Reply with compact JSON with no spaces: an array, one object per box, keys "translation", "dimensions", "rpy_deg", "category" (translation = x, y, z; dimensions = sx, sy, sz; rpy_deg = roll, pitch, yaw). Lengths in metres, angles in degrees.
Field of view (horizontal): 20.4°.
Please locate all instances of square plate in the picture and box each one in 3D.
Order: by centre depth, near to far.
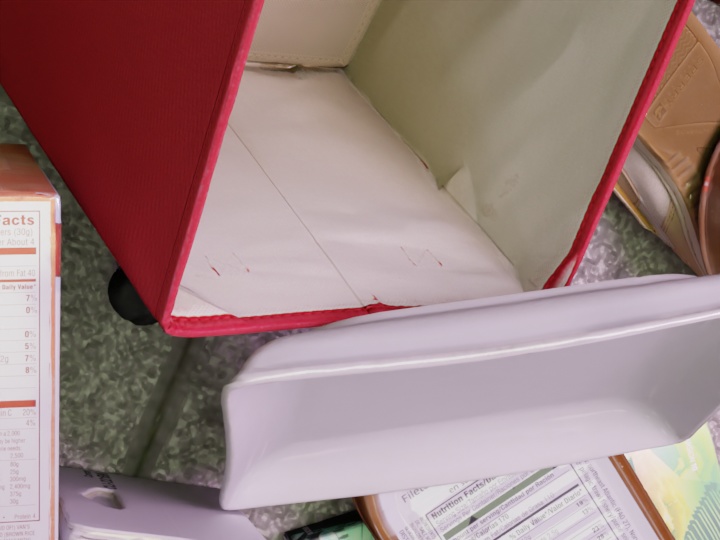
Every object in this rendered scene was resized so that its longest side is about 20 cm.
[{"translation":[0.045,0.045,0.740],"dimensions":[0.199,0.198,0.029],"rpy_deg":[-8,73,-7],"category":"square plate"}]

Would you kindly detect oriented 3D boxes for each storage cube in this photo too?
[{"translation":[-0.010,-0.103,0.709],"dimensions":[0.171,0.180,0.200],"rpy_deg":[-2,125,-33],"category":"storage cube"}]

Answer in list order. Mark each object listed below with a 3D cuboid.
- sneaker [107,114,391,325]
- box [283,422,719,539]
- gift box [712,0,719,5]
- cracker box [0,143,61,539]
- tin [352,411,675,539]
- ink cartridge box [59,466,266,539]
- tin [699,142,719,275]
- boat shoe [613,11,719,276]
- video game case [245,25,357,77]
[{"translation":[0.000,0.000,0.860],"dimensions":[0.200,0.075,0.116],"rpy_deg":[-30,102,-10],"category":"sneaker"},{"translation":[0.080,0.158,0.906],"dimensions":[0.199,0.036,0.145],"rpy_deg":[-18,97,-11],"category":"box"},{"translation":[0.220,-0.194,0.837],"dimensions":[0.200,0.187,0.185],"rpy_deg":[26,88,-12],"category":"gift box"},{"translation":[-0.143,0.059,0.732],"dimensions":[0.058,0.134,0.201],"rpy_deg":[0,100,-14],"category":"cracker box"},{"translation":[0.074,0.118,0.859],"dimensions":[0.112,0.042,0.200],"rpy_deg":[-34,102,-6],"category":"tin"},{"translation":[-0.096,0.191,0.814],"dimensions":[0.083,0.144,0.201],"rpy_deg":[6,93,-13],"category":"ink cartridge box"},{"translation":[0.236,-0.022,0.886],"dimensions":[0.200,0.042,0.112],"rpy_deg":[8,94,-33],"category":"tin"},{"translation":[0.142,-0.054,0.890],"dimensions":[0.074,0.069,0.200],"rpy_deg":[-46,122,-13],"category":"boat shoe"},{"translation":[-0.040,-0.134,0.809],"dimensions":[0.182,0.022,0.200],"rpy_deg":[-31,138,-9],"category":"video game case"}]
